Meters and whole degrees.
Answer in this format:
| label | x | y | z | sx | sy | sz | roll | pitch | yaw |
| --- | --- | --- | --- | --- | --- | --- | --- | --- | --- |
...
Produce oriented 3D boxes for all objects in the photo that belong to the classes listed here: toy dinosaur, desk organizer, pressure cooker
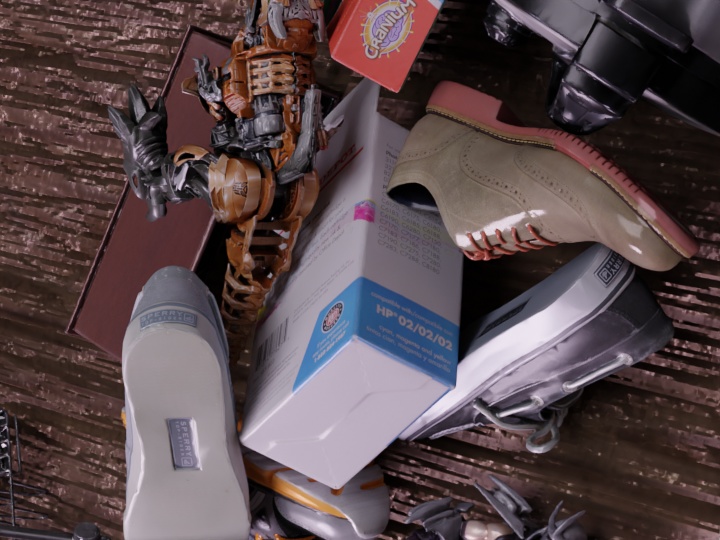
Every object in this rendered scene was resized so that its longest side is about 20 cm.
| label | x | y | z | sx | sy | sz | roll | pitch | yaw |
| --- | --- | --- | --- | --- | --- | --- | --- | --- | --- |
| toy dinosaur | -0.066 | -0.057 | 1.161 | 0.135 | 0.102 | 0.201 | 20 | 86 | 55 |
| desk organizer | -0.094 | -0.035 | 1.299 | 0.077 | 0.071 | 0.201 | 28 | 99 | 37 |
| pressure cooker | 0.149 | -0.156 | 1.052 | 0.178 | 0.175 | 0.201 | 40 | 102 | 40 |

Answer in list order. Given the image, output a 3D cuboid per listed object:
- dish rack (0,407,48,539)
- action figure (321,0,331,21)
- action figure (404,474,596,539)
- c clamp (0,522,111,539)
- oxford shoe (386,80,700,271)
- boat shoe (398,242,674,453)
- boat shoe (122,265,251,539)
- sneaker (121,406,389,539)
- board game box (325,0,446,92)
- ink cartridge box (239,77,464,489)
| label | x | y | z | sx | sy | sz | roll | pitch | yaw |
| --- | --- | --- | --- | --- | --- | --- | --- | --- | --- |
| dish rack | -0.255 | 0.193 | 1.397 | 0.153 | 0.054 | 0.202 | -22 | 66 | 33 |
| action figure | -0.028 | -0.196 | 1.184 | 0.118 | 0.054 | 0.201 | -103 | 23 | -58 |
| action figure | 0.052 | 0.194 | 1.131 | 0.200 | 0.069 | 0.131 | -47 | 50 | 19 |
| c clamp | -0.134 | 0.221 | 1.215 | 0.169 | 0.027 | 0.201 | 4 | 123 | 6 |
| oxford shoe | 0.086 | -0.029 | 1.062 | 0.075 | 0.070 | 0.200 | -54 | 36 | -4 |
| boat shoe | 0.087 | 0.054 | 1.129 | 0.068 | 0.074 | 0.199 | 47 | 133 | -6 |
| boat shoe | -0.092 | 0.085 | 1.164 | 0.072 | 0.069 | 0.202 | -87 | -2 | -51 |
| sneaker | -0.060 | 0.128 | 1.241 | 0.199 | 0.078 | 0.078 | 14 | 103 | 44 |
| board game box | 0.032 | -0.186 | 1.165 | 0.154 | 0.040 | 0.200 | -63 | 8 | 10 |
| ink cartridge box | 0.000 | 0.000 | 1.172 | 0.115 | 0.067 | 0.201 | -43 | 30 | 41 |
